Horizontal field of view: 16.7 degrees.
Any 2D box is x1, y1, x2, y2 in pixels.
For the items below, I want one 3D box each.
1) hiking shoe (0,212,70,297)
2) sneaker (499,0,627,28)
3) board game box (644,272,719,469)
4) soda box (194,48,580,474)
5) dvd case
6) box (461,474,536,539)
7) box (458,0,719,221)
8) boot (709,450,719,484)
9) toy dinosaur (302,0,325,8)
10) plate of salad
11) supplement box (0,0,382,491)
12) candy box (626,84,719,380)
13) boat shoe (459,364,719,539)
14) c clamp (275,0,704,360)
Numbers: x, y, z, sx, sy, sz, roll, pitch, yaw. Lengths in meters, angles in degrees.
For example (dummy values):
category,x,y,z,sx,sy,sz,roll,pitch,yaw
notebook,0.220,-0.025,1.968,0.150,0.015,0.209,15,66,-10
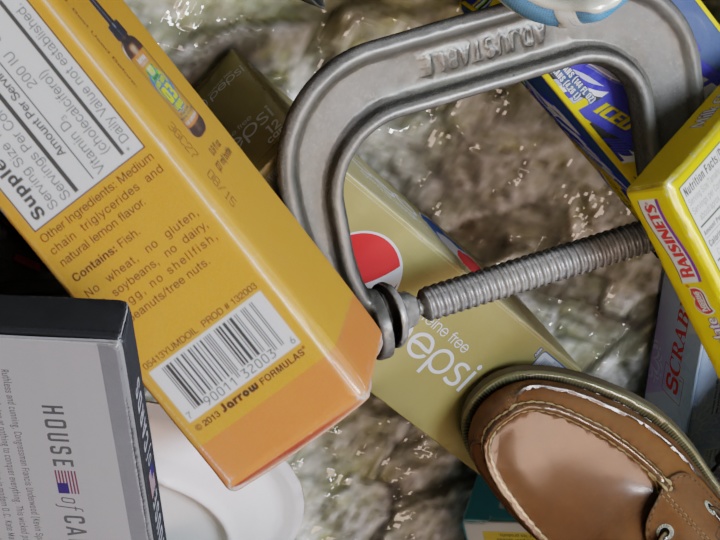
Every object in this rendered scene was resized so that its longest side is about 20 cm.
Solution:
category,x,y,z,sx,sy,sz,roll,pitch,yaw
hiking shoe,-0.165,0.011,0.877,0.199,0.076,0.101,16,112,-40
sneaker,0.043,-0.172,0.820,0.072,0.072,0.201,-39,119,-18
board game box,0.226,0.052,1.153,0.198,0.041,0.201,-10,125,-23
soda box,0.000,0.000,0.971,0.064,0.068,0.200,-45,132,6
dvd case,-0.171,0.065,0.861,0.198,0.025,0.151,2,135,6
box,0.107,0.170,1.137,0.082,0.049,0.201,2,132,19
box,0.130,-0.055,0.983,0.070,0.064,0.200,-44,119,-1
boot,0.217,0.074,1.089,0.174,0.069,0.199,-48,149,20
toy dinosaur,-0.073,-0.134,0.790,0.200,0.135,0.103,-16,105,-59
plate of salad,-0.122,0.093,0.960,0.198,0.048,0.201,-5,148,-3
supplement box,-0.077,-0.025,0.847,0.069,0.067,0.200,-33,101,15
candy box,0.180,-0.045,0.951,0.200,0.026,0.103,-45,113,-37
boat shoe,0.124,0.114,0.987,0.200,0.068,0.072,38,108,-16
c clamp,0.065,-0.021,0.917,0.199,0.027,0.172,-11,115,-18
